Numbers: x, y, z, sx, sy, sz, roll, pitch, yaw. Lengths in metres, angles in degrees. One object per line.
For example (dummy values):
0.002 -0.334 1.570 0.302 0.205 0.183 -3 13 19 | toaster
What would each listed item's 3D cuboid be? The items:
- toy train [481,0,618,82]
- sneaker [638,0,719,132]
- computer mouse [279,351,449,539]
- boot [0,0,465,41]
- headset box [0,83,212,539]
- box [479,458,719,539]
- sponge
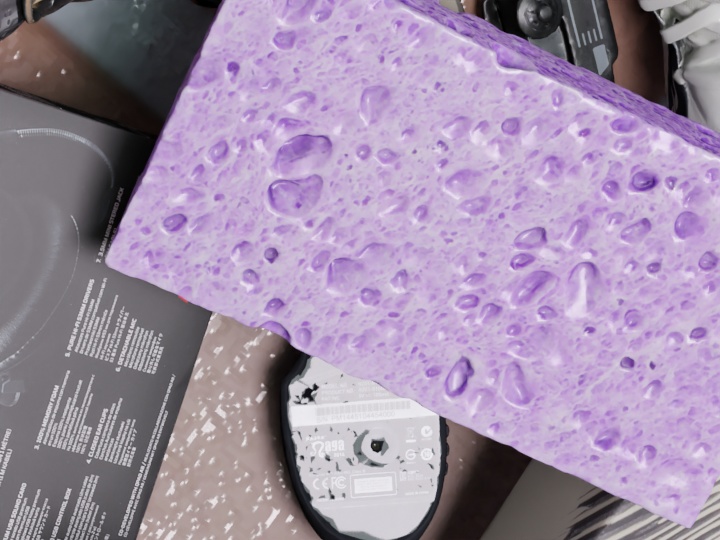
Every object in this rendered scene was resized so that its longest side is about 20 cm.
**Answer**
0.052 -0.147 0.907 0.046 0.034 0.201 -23 109 -23 | toy train
0.108 -0.102 0.893 0.129 0.079 0.200 -1 100 -46 | sneaker
0.000 0.000 0.917 0.058 0.034 0.201 -1 96 -7 | computer mouse
-0.056 -0.094 0.827 0.150 0.073 0.201 -17 85 -18 | boot
-0.152 0.006 0.820 0.199 0.077 0.149 17 92 -25 | headset box
0.108 0.071 0.888 0.082 0.068 0.200 22 110 -23 | box
0.036 -0.012 0.796 0.200 0.030 0.112 25 110 -9 | sponge
